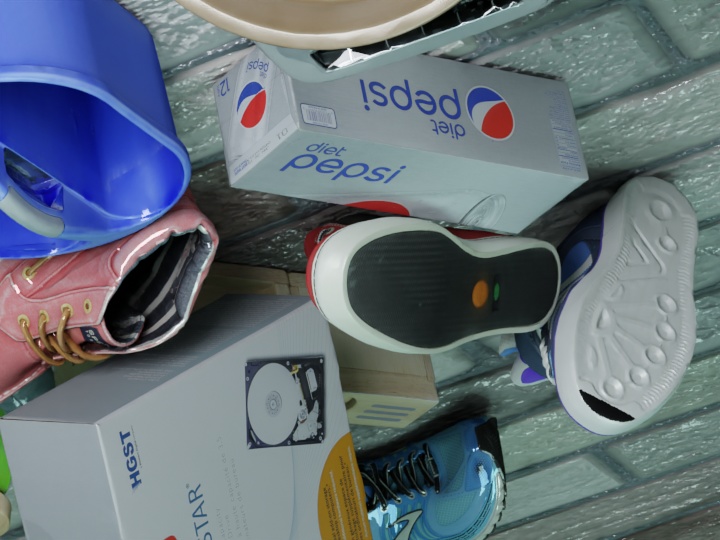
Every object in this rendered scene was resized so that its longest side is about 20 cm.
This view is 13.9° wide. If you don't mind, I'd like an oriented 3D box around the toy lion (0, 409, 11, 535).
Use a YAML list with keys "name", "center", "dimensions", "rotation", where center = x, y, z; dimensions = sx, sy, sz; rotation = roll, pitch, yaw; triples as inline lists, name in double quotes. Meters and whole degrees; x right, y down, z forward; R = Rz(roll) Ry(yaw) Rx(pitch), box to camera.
- name: "toy lion"
  center: [-0.305, 0.085, 1.749]
  dimensions: [0.199, 0.069, 0.192]
  rotation: [4, 148, -3]

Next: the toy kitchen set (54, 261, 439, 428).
- name: "toy kitchen set"
  center: [-0.077, 0.117, 1.819]
  dimensions: [0.180, 0.164, 0.200]
  rotation: [7, 149, -35]

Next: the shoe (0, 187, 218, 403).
- name: "shoe"
  center: [-0.160, 0.022, 1.576]
  dimensions: [0.200, 0.091, 0.071]
  rotation: [-47, 135, 9]

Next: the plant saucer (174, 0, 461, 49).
- name: "plant saucer"
  center: [-0.018, -0.191, 1.203]
  dimensions: [0.200, 0.201, 0.029]
  rotation: [-19, -173, 15]

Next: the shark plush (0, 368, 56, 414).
- name: "shark plush"
  center: [-0.212, 0.025, 1.659]
  dimensions: [0.091, 0.084, 0.200]
  rotation: [-12, 155, 2]

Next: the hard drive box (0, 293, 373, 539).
- name: "hard drive box"
  center: [-0.092, 0.118, 1.629]
  dimensions: [0.077, 0.156, 0.200]
  rotation: [1, -159, 38]

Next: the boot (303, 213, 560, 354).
- name: "boot"
  center: [0.000, 0.000, 1.653]
  dimensions: [0.144, 0.073, 0.200]
  rotation: [11, -175, 35]

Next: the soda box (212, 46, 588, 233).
- name: "soda box"
  center: [0.023, -0.073, 1.582]
  dimensions: [0.200, 0.064, 0.068]
  rotation: [8, 149, -37]

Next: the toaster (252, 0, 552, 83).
- name: "toaster"
  center: [0.005, -0.169, 1.292]
  dimensions: [0.199, 0.130, 0.114]
  rotation: [-18, 156, 12]

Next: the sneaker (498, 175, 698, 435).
- name: "sneaker"
  center: [0.131, 0.050, 1.746]
  dimensions: [0.080, 0.200, 0.147]
  rotation: [28, 136, -10]

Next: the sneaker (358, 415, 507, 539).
- name: "sneaker"
  center: [0.029, 0.160, 2.061]
  dimensions: [0.090, 0.079, 0.200]
  rotation: [9, 148, -32]

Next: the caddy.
- name: "caddy"
  center: [-0.170, -0.068, 1.454]
  dimensions: [0.141, 0.105, 0.200]
  rotation: [-22, 153, 19]
